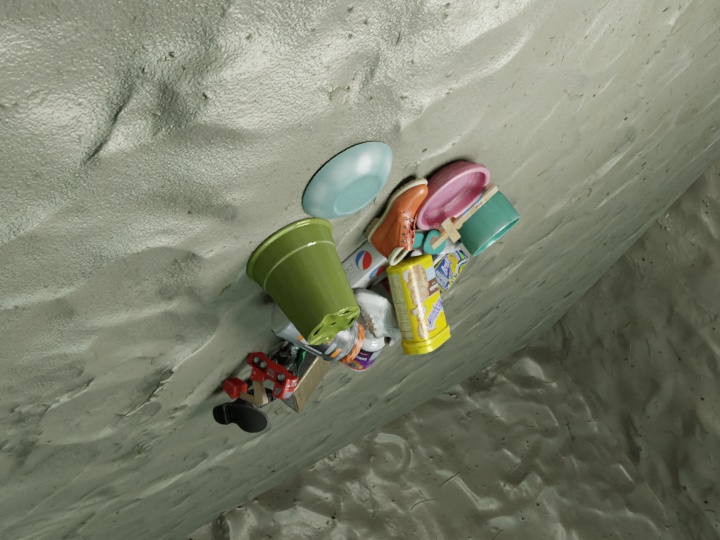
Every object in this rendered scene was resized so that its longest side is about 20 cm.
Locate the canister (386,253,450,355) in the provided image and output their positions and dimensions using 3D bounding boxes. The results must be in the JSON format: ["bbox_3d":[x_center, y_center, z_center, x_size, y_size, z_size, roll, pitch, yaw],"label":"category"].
[{"bbox_3d":[0.134,0.075,1.531,0.085,0.205,0.148,-9,-172,33],"label":"canister"}]

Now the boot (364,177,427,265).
[{"bbox_3d":[0.097,-0.103,1.407,0.074,0.108,0.201,-8,145,-44],"label":"boot"}]

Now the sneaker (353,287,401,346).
[{"bbox_3d":[0.044,0.111,1.547,0.200,0.074,0.088,41,80,-36],"label":"sneaker"}]

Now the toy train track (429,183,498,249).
[{"bbox_3d":[0.231,-0.130,1.513,0.199,0.033,0.115,-42,151,4],"label":"toy train track"}]

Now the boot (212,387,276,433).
[{"bbox_3d":[-0.278,0.357,1.752,0.196,0.071,0.173,3,-167,33],"label":"boot"}]

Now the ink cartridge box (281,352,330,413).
[{"bbox_3d":[-0.156,0.278,1.798,0.166,0.074,0.201,-53,165,-23],"label":"ink cartridge box"}]

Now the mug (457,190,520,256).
[{"bbox_3d":[0.292,-0.119,1.627,0.151,0.115,0.185,-28,166,-44],"label":"mug"}]

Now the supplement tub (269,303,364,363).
[{"bbox_3d":[-0.093,0.123,1.469,0.198,0.124,0.123,30,121,-28],"label":"supplement tub"}]

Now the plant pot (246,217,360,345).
[{"bbox_3d":[-0.097,0.036,1.300,0.197,0.192,0.201,-27,158,-12],"label":"plant pot"}]

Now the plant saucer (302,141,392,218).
[{"bbox_3d":[-0.014,-0.154,1.231,0.198,0.039,0.202,-29,158,-13],"label":"plant saucer"}]

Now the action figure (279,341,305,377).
[{"bbox_3d":[-0.159,0.163,1.624,0.054,0.119,0.202,-6,139,-27],"label":"action figure"}]

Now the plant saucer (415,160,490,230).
[{"bbox_3d":[0.198,-0.174,1.477,0.198,0.051,0.201,-29,159,-12],"label":"plant saucer"}]

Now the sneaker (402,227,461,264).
[{"bbox_3d":[0.169,-0.041,1.692,0.199,0.080,0.129,-45,-175,-29],"label":"sneaker"}]

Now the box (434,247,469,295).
[{"bbox_3d":[0.219,0.007,1.757,0.070,0.065,0.200,-40,-177,39],"label":"box"}]

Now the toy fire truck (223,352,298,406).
[{"bbox_3d":[-0.253,0.287,1.662,0.048,0.198,0.144,0,113,-55],"label":"toy fire truck"}]

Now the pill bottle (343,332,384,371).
[{"bbox_3d":[0.015,0.200,1.908,0.110,0.112,0.201,-20,154,-30],"label":"pill bottle"}]

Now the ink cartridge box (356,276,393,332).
[{"bbox_3d":[0.006,0.110,1.663,0.199,0.085,0.146,-37,178,-28],"label":"ink cartridge box"}]

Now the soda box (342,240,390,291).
[{"bbox_3d":[0.000,0.000,1.537,0.199,0.064,0.068,-42,157,16],"label":"soda box"}]

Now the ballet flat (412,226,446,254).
[{"bbox_3d":[0.132,-0.081,1.554,0.198,0.067,0.069,8,108,-53],"label":"ballet flat"}]
